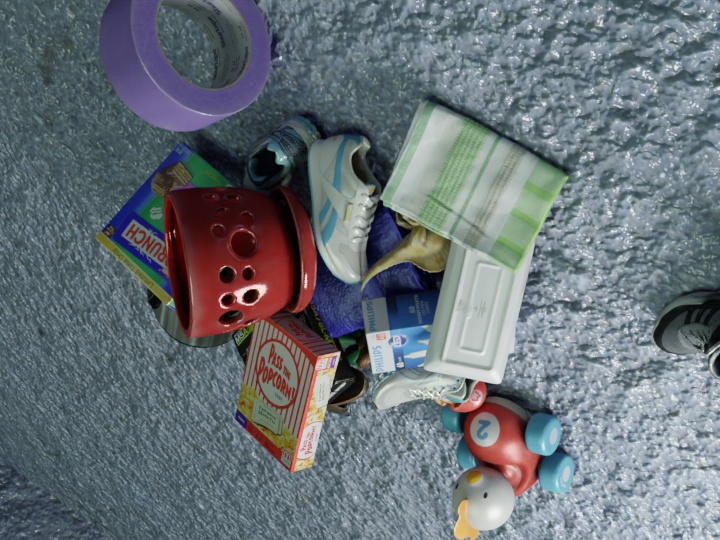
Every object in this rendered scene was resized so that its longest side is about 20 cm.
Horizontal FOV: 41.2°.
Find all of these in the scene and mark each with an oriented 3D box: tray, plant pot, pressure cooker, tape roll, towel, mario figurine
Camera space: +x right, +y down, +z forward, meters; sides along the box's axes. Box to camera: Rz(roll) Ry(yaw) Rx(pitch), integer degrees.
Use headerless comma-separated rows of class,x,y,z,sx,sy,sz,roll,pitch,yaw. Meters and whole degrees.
tray,0.153,0.046,1.230,0.107,0.022,0.201,11,102,-2
plant pot,-0.165,-0.018,1.308,0.200,0.182,0.201,173,90,-70
pressure cooker,-0.250,0.013,1.568,0.176,0.179,0.200,43,150,9
tape roll,-0.217,-0.280,1.197,0.085,0.200,0.200,-11,121,49
towel,0.000,0.000,1.347,0.200,0.049,0.148,-27,82,36
towel,0.132,-0.100,1.164,0.200,0.031,0.150,30,118,14
mario figurine,0.096,0.151,1.440,0.200,0.106,0.124,26,138,5

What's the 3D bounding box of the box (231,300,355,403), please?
box,-0.109,0.133,1.491,0.200,0.047,0.194,-46,59,41

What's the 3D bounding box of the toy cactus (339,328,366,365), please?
toy cactus,-0.016,0.106,1.545,0.164,0.102,0.200,5,132,15

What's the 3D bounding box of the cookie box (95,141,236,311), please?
cookie box,-0.270,-0.064,1.454,0.171,0.200,0.075,40,176,18

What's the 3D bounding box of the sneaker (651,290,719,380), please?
sneaker,0.399,0.079,1.084,0.076,0.114,0.200,49,144,-11

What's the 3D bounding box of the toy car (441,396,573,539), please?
toy car,0.193,0.314,1.455,0.184,0.200,0.177,8,135,37

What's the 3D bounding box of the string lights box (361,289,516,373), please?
string lights box,0.107,0.077,1.301,0.199,0.059,0.103,-9,142,1

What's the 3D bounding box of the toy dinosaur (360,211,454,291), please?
toy dinosaur,0.076,-0.043,1.242,0.199,0.058,0.101,-18,82,11

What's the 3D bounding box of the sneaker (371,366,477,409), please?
sneaker,0.110,0.157,1.361,0.075,0.200,0.087,51,-166,-54

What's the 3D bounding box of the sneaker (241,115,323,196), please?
sneaker,-0.136,-0.150,1.355,0.078,0.086,0.200,52,146,0

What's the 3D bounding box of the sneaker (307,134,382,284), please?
sneaker,-0.015,-0.081,1.274,0.081,0.076,0.201,-7,94,28

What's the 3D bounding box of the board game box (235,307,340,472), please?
board game box,-0.112,0.174,1.431,0.151,0.046,0.201,33,119,40

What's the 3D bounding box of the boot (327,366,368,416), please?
boot,-0.032,0.190,1.527,0.097,0.075,0.200,22,160,-37
